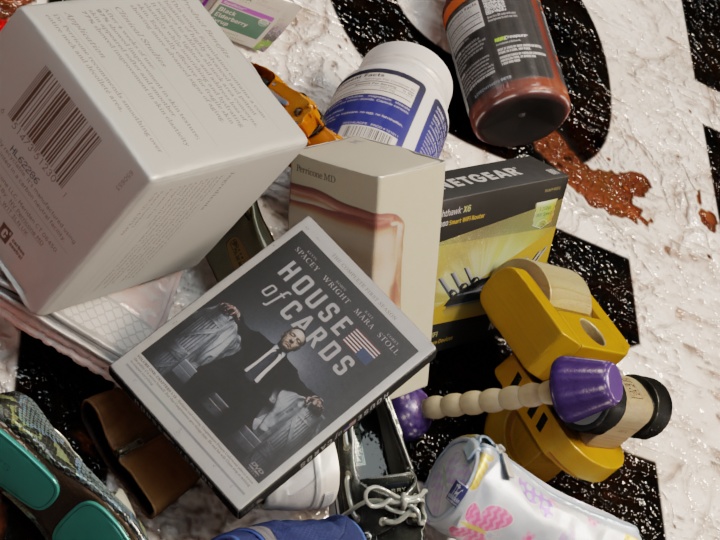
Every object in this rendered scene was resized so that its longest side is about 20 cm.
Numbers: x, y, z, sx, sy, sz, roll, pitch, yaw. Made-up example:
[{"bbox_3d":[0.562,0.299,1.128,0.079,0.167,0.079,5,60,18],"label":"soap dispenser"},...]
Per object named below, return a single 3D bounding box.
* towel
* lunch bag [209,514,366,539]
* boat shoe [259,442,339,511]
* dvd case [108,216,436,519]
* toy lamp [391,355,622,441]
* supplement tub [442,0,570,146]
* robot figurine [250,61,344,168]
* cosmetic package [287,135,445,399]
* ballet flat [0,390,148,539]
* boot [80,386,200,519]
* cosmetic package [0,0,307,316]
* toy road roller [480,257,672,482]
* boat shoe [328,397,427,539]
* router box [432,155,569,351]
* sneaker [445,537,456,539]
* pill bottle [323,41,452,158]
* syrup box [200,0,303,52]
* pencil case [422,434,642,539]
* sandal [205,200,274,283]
[{"bbox_3d":[-0.233,-0.016,1.355,0.200,0.032,0.191,33,32,-19],"label":"towel"},{"bbox_3d":[-0.059,0.283,1.232,0.132,0.136,0.200,-4,65,-41],"label":"lunch bag"},{"bbox_3d":[-0.076,0.094,1.337,0.068,0.072,0.200,-5,67,-26],"label":"boat shoe"},{"bbox_3d":[-0.064,0.069,1.302,0.200,0.025,0.150,-38,74,-21],"label":"dvd case"},{"bbox_3d":[0.123,0.108,1.465,0.058,0.200,0.058,32,52,-54],"label":"toy lamp"},{"bbox_3d":[0.147,-0.236,1.807,0.107,0.107,0.200,10,55,-35],"label":"supplement tub"},{"bbox_3d":[-0.101,-0.144,1.493,0.200,0.058,0.145,30,-10,33],"label":"robot figurine"},{"bbox_3d":[0.000,0.000,1.433,0.087,0.103,0.200,-16,116,-46],"label":"cosmetic package"},{"bbox_3d":[-0.205,0.163,1.251,0.200,0.074,0.074,49,42,-5],"label":"ballet flat"},{"bbox_3d":[-0.094,0.139,1.358,0.200,0.068,0.188,-29,82,-47],"label":"boot"},{"bbox_3d":[-0.185,-0.094,1.313,0.167,0.166,0.200,52,33,12],"label":"cosmetic package"},{"bbox_3d":[0.165,0.102,1.551,0.123,0.146,0.200,12,40,-53],"label":"toy road roller"},{"bbox_3d":[0.018,0.176,1.338,0.073,0.068,0.200,-1,70,-27],"label":"boat shoe"},{"bbox_3d":[0.093,-0.012,1.562,0.052,0.157,0.200,30,30,36],"label":"router box"},{"bbox_3d":[0.048,0.286,1.385,0.087,0.075,0.200,42,36,15],"label":"sneaker"},{"bbox_3d":[0.018,-0.119,1.605,0.116,0.116,0.200,37,43,-13],"label":"pill bottle"},{"bbox_3d":[-0.110,-0.316,1.665,0.079,0.081,0.200,17,51,-28],"label":"syrup box"},{"bbox_3d":[0.148,0.218,1.491,0.200,0.091,0.083,32,1,-20],"label":"pencil case"},{"bbox_3d":[-0.127,-0.053,1.449,0.054,0.080,0.200,6,53,-55],"label":"sandal"}]
